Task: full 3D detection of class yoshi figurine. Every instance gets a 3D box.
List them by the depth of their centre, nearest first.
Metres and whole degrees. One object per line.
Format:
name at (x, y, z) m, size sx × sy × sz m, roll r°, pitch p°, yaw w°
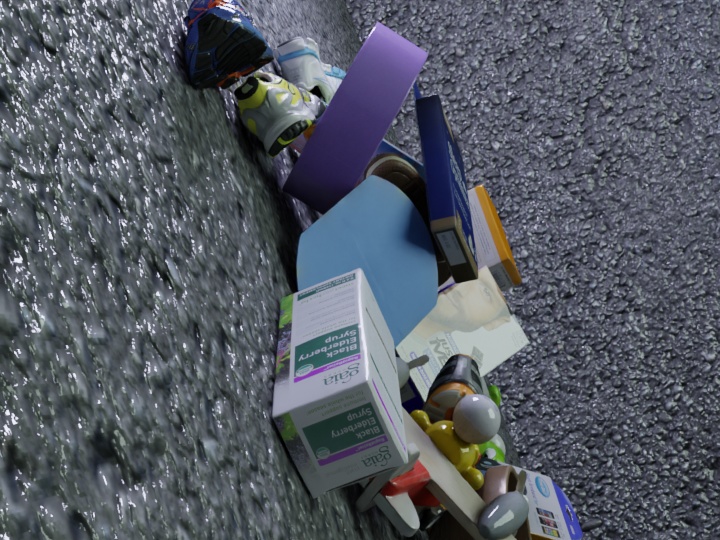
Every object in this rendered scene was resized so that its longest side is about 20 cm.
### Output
yoshi figurine at (0.134, 0.204, 1.529) m, size 0.200 × 0.110 × 0.114 m, roll -118°, pitch -143°, yaw -70°

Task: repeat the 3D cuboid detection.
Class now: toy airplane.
toy airplane at (0.066, 0.165, 1.053) m, size 0.200 × 0.141 × 0.199 m, roll 44°, pitch 6°, yaw -25°

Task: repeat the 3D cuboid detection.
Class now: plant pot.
plant pot at (0.122, 0.304, 1.185) m, size 0.201 × 0.091 × 0.204 m, roll -8°, pitch 90°, yaw -76°

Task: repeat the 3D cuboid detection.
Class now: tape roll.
tape roll at (-0.006, -0.156, 1.225) m, size 0.065 × 0.201 × 0.200 m, roll 31°, pitch 13°, yaw -5°

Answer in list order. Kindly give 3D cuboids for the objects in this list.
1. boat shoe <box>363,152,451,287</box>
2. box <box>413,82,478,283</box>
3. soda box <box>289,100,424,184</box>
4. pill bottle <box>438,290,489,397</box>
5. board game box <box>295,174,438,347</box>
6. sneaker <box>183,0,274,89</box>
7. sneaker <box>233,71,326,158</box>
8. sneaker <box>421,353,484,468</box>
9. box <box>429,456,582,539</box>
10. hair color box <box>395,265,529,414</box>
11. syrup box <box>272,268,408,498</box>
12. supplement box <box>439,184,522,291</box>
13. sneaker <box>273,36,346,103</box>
boat shoe at (0.040, -0.060, 1.287) m, size 0.075 × 0.074 × 0.203 m, roll 53°, pitch -9°, yaw 43°
box at (0.093, -0.103, 1.276) m, size 0.121 × 0.032 × 0.202 m, roll 58°, pitch 22°, yaw -58°
soda box at (0.014, -0.125, 1.393) m, size 0.199 × 0.069 × 0.064 m, roll 33°, pitch 5°, yaw 7°
pill bottle at (0.074, 0.085, 1.444) m, size 0.114 × 0.113 × 0.202 m, roll 40°, pitch 30°, yaw -74°
board game box at (-0.003, 0.005, 1.167) m, size 0.200 × 0.039 × 0.159 m, roll -43°, pitch 115°, yaw -39°
sneaker at (-0.129, -0.210, 1.040) m, size 0.079 × 0.075 × 0.200 m, roll 59°, pitch 1°, yaw -5°
sneaker at (-0.085, -0.171, 1.193) m, size 0.077 × 0.075 × 0.200 m, roll 50°, pitch 3°, yaw -9°
sneaker at (0.093, 0.171, 1.223) m, size 0.078 × 0.077 × 0.201 m, roll -74°, pitch 179°, yaw -46°
box at (0.163, 0.275, 1.374) m, size 0.198 × 0.042 × 0.120 m, roll 21°, pitch 27°, yaw -17°
hair color box at (0.096, 0.083, 1.339) m, size 0.199 × 0.065 × 0.110 m, roll -28°, pitch 88°, yaw -45°
syrup box at (-0.017, 0.084, 0.935) m, size 0.201 × 0.078 × 0.082 m, roll -93°, pitch 160°, yaw -66°
supplement box at (0.100, -0.010, 1.561) m, size 0.074 × 0.198 × 0.127 m, roll 50°, pitch 20°, yaw -56°
sneaker at (-0.062, -0.239, 1.590) m, size 0.200 × 0.074 × 0.088 m, roll 25°, pitch 50°, yaw -68°
